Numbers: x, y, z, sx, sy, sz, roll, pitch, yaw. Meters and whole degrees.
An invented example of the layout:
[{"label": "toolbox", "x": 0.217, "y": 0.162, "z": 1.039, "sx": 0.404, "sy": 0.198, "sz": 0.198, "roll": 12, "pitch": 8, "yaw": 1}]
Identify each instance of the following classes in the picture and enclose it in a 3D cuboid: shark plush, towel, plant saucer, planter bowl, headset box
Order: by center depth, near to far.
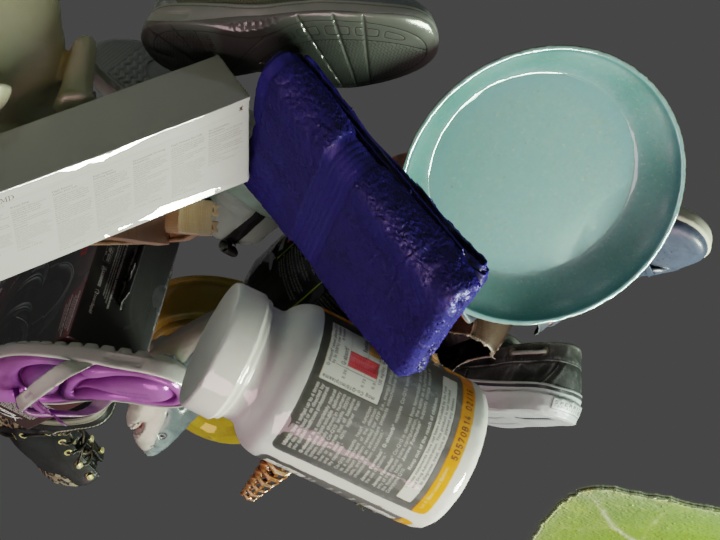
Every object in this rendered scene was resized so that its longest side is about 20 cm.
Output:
[{"label": "towel", "x": -0.002, "y": -0.036, "z": 0.886, "sx": 0.200, "sy": 0.049, "sz": 0.148, "roll": 52, "pitch": 155, "yaw": 12}, {"label": "plant saucer", "x": 0.120, "y": -0.059, "z": 0.916, "sx": 0.199, "sy": 0.036, "sz": 0.201, "roll": -4, "pitch": 117, "yaw": -9}, {"label": "headset box", "x": -0.239, "y": 0.032, "z": 1.143, "sx": 0.077, "sy": 0.150, "sz": 0.199, "roll": 32, "pitch": 142, "yaw": -29}, {"label": "shark plush", "x": -0.117, "y": 0.075, "z": 1.162, "sx": 0.084, "sy": 0.199, "sz": 0.091, "roll": 62, "pitch": 161, "yaw": -13}, {"label": "planter bowl", "x": -0.123, "y": 0.100, "z": 1.237, "sx": 0.199, "sy": 0.084, "sz": 0.201, "roll": 12, "pitch": 142, "yaw": 10}]

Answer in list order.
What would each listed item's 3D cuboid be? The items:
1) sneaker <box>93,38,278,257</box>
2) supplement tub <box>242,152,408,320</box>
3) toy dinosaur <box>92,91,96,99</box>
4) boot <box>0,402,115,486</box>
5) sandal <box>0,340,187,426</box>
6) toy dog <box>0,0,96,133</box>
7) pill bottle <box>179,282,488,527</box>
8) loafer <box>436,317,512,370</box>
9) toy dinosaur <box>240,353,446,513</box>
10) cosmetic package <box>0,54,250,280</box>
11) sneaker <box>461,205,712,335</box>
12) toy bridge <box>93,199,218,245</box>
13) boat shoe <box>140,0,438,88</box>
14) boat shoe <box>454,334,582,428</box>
[{"label": "sneaker", "x": -0.132, "y": -0.085, "z": 1.016, "sx": 0.200, "sy": 0.074, "sz": 0.118, "roll": 30, "pitch": 135, "yaw": -19}, {"label": "supplement tub", "x": 0.000, "y": 0.000, "z": 1.029, "sx": 0.122, "sy": 0.123, "sz": 0.200, "roll": 31, "pitch": 142, "yaw": -16}, {"label": "toy dinosaur", "x": -0.203, "y": -0.087, "z": 1.040, "sx": 0.199, "sy": 0.077, "sz": 0.102, "roll": 12, "pitch": 148, "yaw": 31}, {"label": "boot", "x": -0.301, "y": 0.162, "z": 1.399, "sx": 0.202, "sy": 0.074, "sz": 0.154, "roll": -1, "pitch": 141, "yaw": 34}, {"label": "sandal", "x": -0.225, "y": 0.093, "z": 1.048, "sx": 0.201, "sy": 0.050, "sz": 0.083, "roll": -4, "pitch": 143, "yaw": 23}, {"label": "toy dog", "x": -0.259, "y": -0.137, "z": 0.897, "sx": 0.193, "sy": 0.139, "sz": 0.201, "roll": 11, "pitch": 104, "yaw": 38}, {"label": "pill bottle", "x": -0.019, "y": 0.093, "z": 0.957, "sx": 0.199, "sy": 0.117, "sz": 0.116, "roll": 27, "pitch": 142, "yaw": -14}, {"label": "loafer", "x": 0.046, "y": 0.061, "z": 1.127, "sx": 0.073, "sy": 0.071, "sz": 0.200, "roll": 37, "pitch": 139, "yaw": -22}, {"label": "toy dinosaur", "x": -0.010, "y": 0.127, "z": 1.087, "sx": 0.199, "sy": 0.103, "sz": 0.136, "roll": -15, "pitch": 143, "yaw": 33}, {"label": "cosmetic package", "x": -0.169, "y": -0.066, "z": 0.870, "sx": 0.051, "sy": 0.199, "sz": 0.083, "roll": 53, "pitch": 154, "yaw": 28}, {"label": "sneaker", "x": 0.159, "y": 0.004, "z": 0.999, "sx": 0.199, "sy": 0.085, "sz": 0.075, "roll": -9, "pitch": 135, "yaw": 31}, {"label": "toy bridge", "x": -0.172, "y": -0.034, "z": 1.024, "sx": 0.067, "sy": 0.027, "sz": 0.199, "roll": 5, "pitch": 174, "yaw": -44}, {"label": "boat shoe", "x": -0.045, "y": -0.168, "z": 0.895, "sx": 0.201, "sy": 0.065, "sz": 0.075, "roll": 2, "pitch": 149, "yaw": 17}, {"label": "boat shoe", "x": 0.121, "y": 0.090, "z": 1.138, "sx": 0.072, "sy": 0.071, "sz": 0.200, "roll": 26, "pitch": 164, "yaw": -31}]
